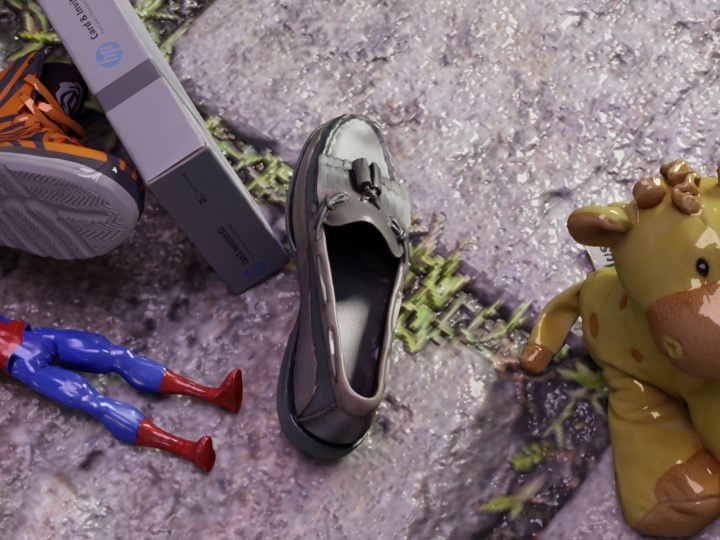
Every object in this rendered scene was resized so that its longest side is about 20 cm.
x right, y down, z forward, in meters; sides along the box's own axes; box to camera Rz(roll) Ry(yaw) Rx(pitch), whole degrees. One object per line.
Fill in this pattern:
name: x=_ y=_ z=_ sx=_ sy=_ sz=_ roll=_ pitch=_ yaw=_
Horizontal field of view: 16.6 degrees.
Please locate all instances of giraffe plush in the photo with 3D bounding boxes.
giraffe plush: x=0.179 y=0.017 z=1.249 sx=0.173 sy=0.162 sz=0.200 roll=-34 pitch=66 yaw=-17

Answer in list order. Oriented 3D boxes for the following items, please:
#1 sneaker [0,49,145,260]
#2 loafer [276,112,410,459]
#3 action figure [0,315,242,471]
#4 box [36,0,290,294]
sneaker: x=-0.168 y=-0.069 z=1.305 sx=0.200 sy=0.078 sz=0.112 roll=3 pitch=50 yaw=45
loafer: x=0.000 y=0.000 z=1.309 sx=0.072 sy=0.063 sz=0.200 roll=15 pitch=61 yaw=-21
action figure: x=-0.165 y=0.034 z=1.282 sx=0.200 sy=0.099 sz=0.065 roll=17 pitch=61 yaw=12
box: x=-0.119 y=-0.099 z=1.318 sx=0.041 sy=0.156 sz=0.200 roll=-32 pitch=65 yaw=1
